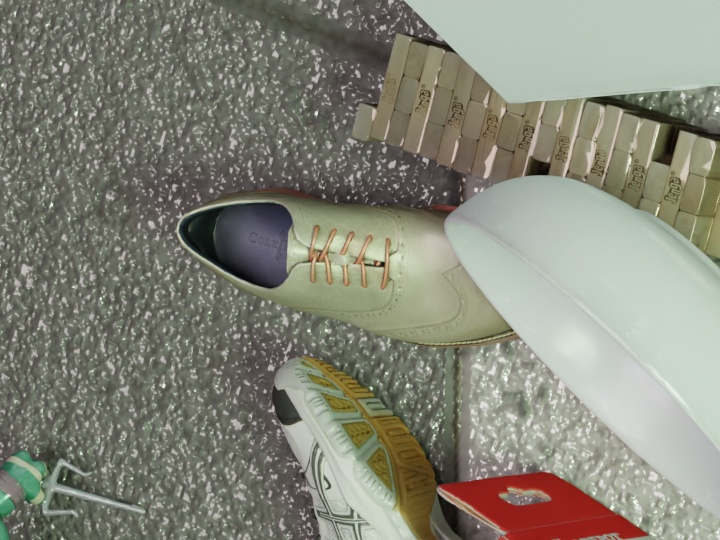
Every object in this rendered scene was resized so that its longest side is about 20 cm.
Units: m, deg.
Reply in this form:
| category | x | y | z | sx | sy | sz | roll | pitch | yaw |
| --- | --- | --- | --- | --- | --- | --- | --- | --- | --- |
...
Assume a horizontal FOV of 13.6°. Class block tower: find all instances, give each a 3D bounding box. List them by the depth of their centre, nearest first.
| category | x | y | z | sx | sy | sz | roll | pitch | yaw |
| --- | --- | --- | --- | --- | --- | --- | --- | --- | --- |
| block tower | 0.095 | -0.061 | 1.424 | 0.199 | 0.054 | 0.058 | 19 | 99 | 30 |

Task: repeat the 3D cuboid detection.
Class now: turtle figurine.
| category | x | y | z | sx | sy | sz | roll | pitch | yaw |
| --- | --- | --- | --- | --- | --- | --- | --- | --- | --- |
| turtle figurine | -0.191 | 0.171 | 1.579 | 0.199 | 0.100 | 0.151 | -6 | 86 | 37 |

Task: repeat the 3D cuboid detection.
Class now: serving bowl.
| category | x | y | z | sx | sy | sz | roll | pitch | yaw |
| --- | --- | --- | --- | --- | --- | --- | --- | --- | --- |
| serving bowl | 0.129 | 0.026 | 1.338 | 0.066 | 0.200 | 0.200 | -45 | 65 | -8 |

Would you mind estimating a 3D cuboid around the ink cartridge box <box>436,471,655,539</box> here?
| category | x | y | z | sx | sy | sz | roll | pitch | yaw |
| --- | --- | --- | --- | --- | --- | --- | --- | --- | --- |
| ink cartridge box | 0.122 | 0.173 | 1.370 | 0.200 | 0.116 | 0.068 | 35 | 108 | 28 |

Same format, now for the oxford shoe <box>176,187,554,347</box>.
| category | x | y | z | sx | sy | sz | roll | pitch | yaw |
| --- | --- | --- | --- | --- | --- | --- | --- | --- | --- |
| oxford shoe | 0.000 | 0.000 | 1.470 | 0.199 | 0.074 | 0.071 | 6 | 93 | 32 |

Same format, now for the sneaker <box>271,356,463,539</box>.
| category | x | y | z | sx | sy | sz | roll | pitch | yaw |
| --- | --- | --- | --- | --- | --- | --- | --- | --- | --- |
| sneaker | 0.003 | 0.137 | 1.467 | 0.088 | 0.076 | 0.200 | -44 | 68 | 24 |

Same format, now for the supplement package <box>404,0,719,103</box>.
| category | x | y | z | sx | sy | sz | roll | pitch | yaw |
| --- | --- | --- | --- | --- | --- | --- | --- | --- | --- |
| supplement package | 0.127 | -0.200 | 1.315 | 0.190 | 0.147 | 0.201 | -4 | 65 | 32 |
